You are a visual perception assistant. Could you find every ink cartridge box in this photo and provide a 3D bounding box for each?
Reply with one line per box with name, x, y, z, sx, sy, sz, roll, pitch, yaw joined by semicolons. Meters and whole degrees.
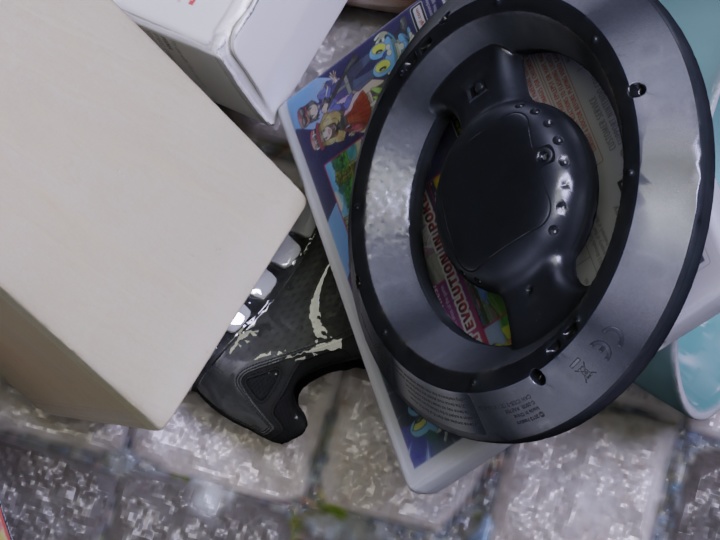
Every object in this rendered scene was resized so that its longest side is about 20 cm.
ink cartridge box;-0.096;-0.175;1.225;0.200;0.085;0.146;24;76;25

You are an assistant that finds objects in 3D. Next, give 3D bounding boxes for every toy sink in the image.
toy sink;-0.147;-0.042;1.153;0.200;0.112;0.131;44;66;-31

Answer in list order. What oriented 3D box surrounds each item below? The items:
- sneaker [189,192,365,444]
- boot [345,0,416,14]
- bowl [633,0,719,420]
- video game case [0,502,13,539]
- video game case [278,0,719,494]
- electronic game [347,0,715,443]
sneaker;0.000;0.000;1.223;0.090;0.066;0.200;41;83;5
boot;0.054;-0.195;1.270;0.186;0.064;0.200;20;73;17
bowl;0.128;-0.043;1.184;0.105;0.201;0.201;15;75;22
video game case;-0.222;0.142;1.163;0.143;0.017;0.201;-17;103;-5
video game case;0.061;-0.034;1.119;0.182;0.023;0.200;-35;61;29
electronic game;0.065;-0.029;1.071;0.042;0.200;0.201;12;71;-42
